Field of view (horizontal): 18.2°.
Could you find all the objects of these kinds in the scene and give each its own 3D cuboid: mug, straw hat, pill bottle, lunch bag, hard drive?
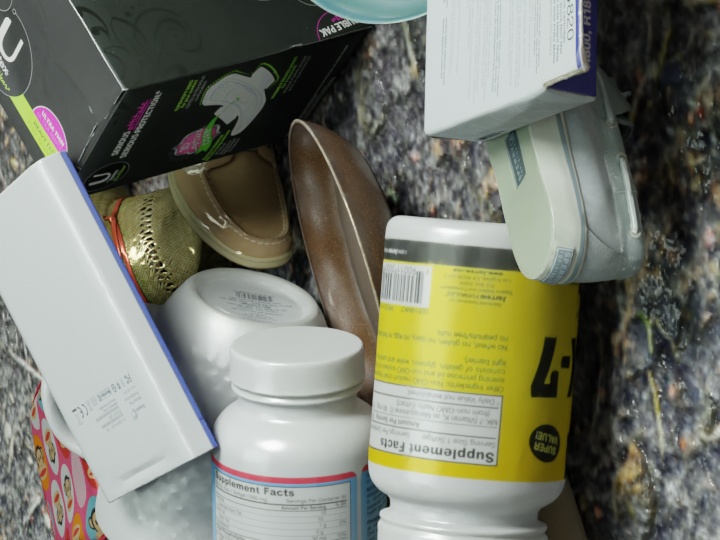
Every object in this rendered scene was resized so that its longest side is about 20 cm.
[{"bbox_3d":[-0.113,0.089,1.488,0.148,0.199,0.176,-75,-1,-69],"label":"mug"},{"bbox_3d":[-0.140,-0.014,1.585,0.085,0.201,0.202,-19,77,14],"label":"straw hat"},{"bbox_3d":[0.063,0.072,1.264,0.114,0.114,0.201,7,93,55],"label":"pill bottle"},{"bbox_3d":[-0.197,0.129,1.687,0.200,0.082,0.177,133,122,-65],"label":"lunch bag"},{"bbox_3d":[-0.169,0.038,1.392,0.132,0.025,0.200,-31,86,56],"label":"hard drive"},{"bbox_3d":[-0.038,0.141,1.379,0.109,0.109,0.201,19,114,53],"label":"pill bottle"}]

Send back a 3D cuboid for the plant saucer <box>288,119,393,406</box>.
[{"bbox_3d":[0.000,0.000,1.387,0.200,0.032,0.201,164,90,-79],"label":"plant saucer"}]

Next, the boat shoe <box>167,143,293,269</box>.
[{"bbox_3d":[-0.096,-0.089,1.529,0.200,0.071,0.065,61,141,30],"label":"boat shoe"}]

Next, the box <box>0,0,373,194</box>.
[{"bbox_3d":[-0.126,-0.154,1.426,0.149,0.200,0.124,57,139,17],"label":"box"}]

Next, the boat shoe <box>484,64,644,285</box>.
[{"bbox_3d":[0.113,-0.075,1.222,0.070,0.071,0.201,121,150,-49],"label":"boat shoe"}]

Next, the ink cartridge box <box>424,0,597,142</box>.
[{"bbox_3d":[0.088,-0.177,1.149,0.200,0.040,0.200,166,107,-70],"label":"ink cartridge box"}]

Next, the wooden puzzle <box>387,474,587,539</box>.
[{"bbox_3d":[0.067,0.167,1.378,0.200,0.037,0.186,-34,68,48],"label":"wooden puzzle"}]

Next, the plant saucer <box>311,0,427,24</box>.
[{"bbox_3d":[0.028,-0.240,1.300,0.200,0.027,0.201,-4,82,35],"label":"plant saucer"}]

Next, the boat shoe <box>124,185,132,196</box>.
[{"bbox_3d":[-0.216,-0.019,1.629,0.200,0.070,0.071,-84,-31,-65],"label":"boat shoe"}]
